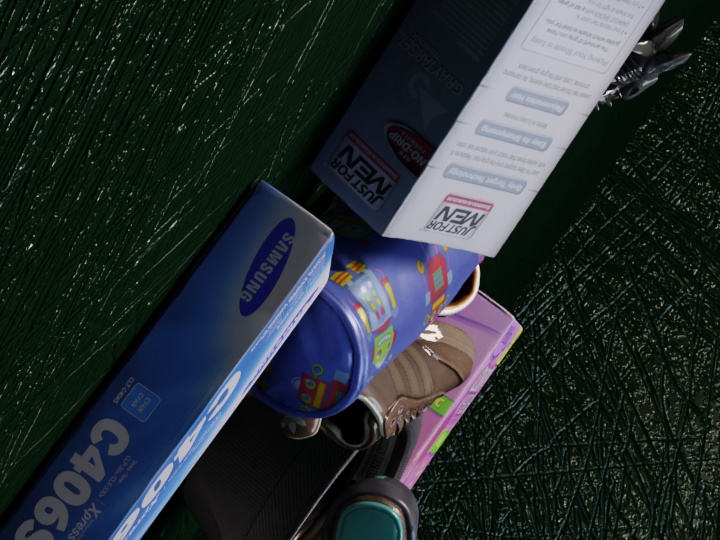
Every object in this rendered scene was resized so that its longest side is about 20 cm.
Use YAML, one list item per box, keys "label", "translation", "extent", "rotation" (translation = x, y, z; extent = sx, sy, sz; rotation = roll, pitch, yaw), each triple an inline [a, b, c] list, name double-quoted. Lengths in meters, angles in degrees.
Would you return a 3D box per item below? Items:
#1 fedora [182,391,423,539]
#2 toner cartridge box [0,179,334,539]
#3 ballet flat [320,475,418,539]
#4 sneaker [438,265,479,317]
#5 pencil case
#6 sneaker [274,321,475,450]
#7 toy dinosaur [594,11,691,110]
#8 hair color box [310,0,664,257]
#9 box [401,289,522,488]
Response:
- label: "fedora"
  translation: [-0.045, 0.121, 1.682]
  extent: [0.177, 0.090, 0.200]
  rotation: [-58, 167, 12]
- label: "toner cartridge box"
  translation: [-0.086, 0.061, 1.259]
  extent: [0.200, 0.043, 0.095]
  rotation: [-54, 175, -13]
- label: "ballet flat"
  translation: [-0.001, 0.208, 1.643]
  extent: [0.073, 0.073, 0.201]
  rotation: [-41, 143, -67]
- label: "sneaker"
  translation: [0.018, 0.011, 1.623]
  extent: [0.073, 0.085, 0.200]
  rotation: [-55, 176, -20]
- label: "pencil case"
  translation: [0.000, 0.000, 1.424]
  extent: [0.200, 0.087, 0.078]
  rotation: [-45, 143, -58]
- label: "sneaker"
  translation: [0.000, 0.063, 1.564]
  extent: [0.200, 0.070, 0.076]
  rotation: [15, 73, -59]
- label: "toy dinosaur"
  translation: [0.079, -0.119, 1.471]
  extent: [0.135, 0.102, 0.200]
  rotation: [-22, 169, -33]
- label: "hair color box"
  translation: [0.072, -0.107, 1.346]
  extent: [0.099, 0.061, 0.200]
  rotation: [10, 118, -53]
- label: "box"
  translation: [0.017, 0.090, 1.981]
  extent: [0.200, 0.097, 0.176]
  rotation: [-56, 174, 0]
